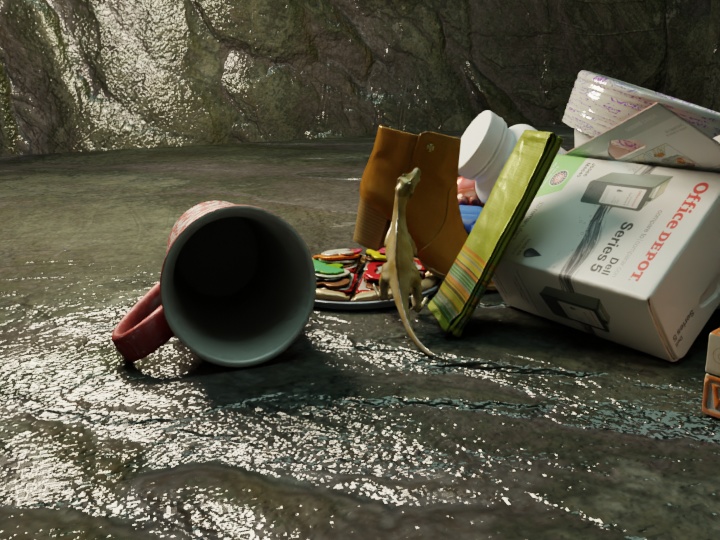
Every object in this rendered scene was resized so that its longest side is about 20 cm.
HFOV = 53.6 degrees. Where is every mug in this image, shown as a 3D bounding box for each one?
[{"bbox_3d":[-0.148,-0.002,0.677,0.172,0.138,0.200,-4,12,-17],"label":"mug"}]

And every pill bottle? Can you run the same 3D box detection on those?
[{"bbox_3d":[0.215,-0.110,0.892,0.197,0.110,0.109,30,9,-14],"label":"pill bottle"}]

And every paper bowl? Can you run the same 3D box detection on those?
[{"bbox_3d":[0.332,-0.154,0.832,0.195,0.107,0.202,16,21,-6],"label":"paper bowl"}]

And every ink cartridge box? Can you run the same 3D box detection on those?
[{"bbox_3d":[0.302,-0.097,0.663,0.171,0.044,0.200,33,-7,-4],"label":"ink cartridge box"},{"bbox_3d":[0.231,-0.022,0.664,0.146,0.085,0.198,-48,33,-15],"label":"ink cartridge box"}]

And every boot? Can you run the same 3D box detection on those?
[{"bbox_3d":[0.094,-0.073,0.795,0.196,0.148,0.071,19,14,4],"label":"boot"}]

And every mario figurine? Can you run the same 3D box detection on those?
[{"bbox_3d":[0.148,-0.045,0.944,0.122,0.107,0.201,34,28,-4],"label":"mario figurine"}]

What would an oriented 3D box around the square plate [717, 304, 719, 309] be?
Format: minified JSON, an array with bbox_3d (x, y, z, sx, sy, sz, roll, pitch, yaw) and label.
[{"bbox_3d":[0.350,0.006,0.777,0.192,0.029,0.200,-1,16,2],"label":"square plate"}]

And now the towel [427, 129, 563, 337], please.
[{"bbox_3d":[0.122,-0.040,0.678,0.018,0.204,0.086,25,8,-16],"label":"towel"}]

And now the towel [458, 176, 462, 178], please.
[{"bbox_3d":[0.134,-0.119,1.126,0.197,0.037,0.148,-19,6,35],"label":"towel"}]

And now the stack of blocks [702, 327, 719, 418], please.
[{"bbox_3d":[0.341,0.079,0.454,0.113,0.060,0.198,-14,20,-37],"label":"stack of blocks"}]

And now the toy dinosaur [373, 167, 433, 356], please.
[{"bbox_3d":[0.038,0.002,0.694,0.056,0.205,0.102,-3,-27,3],"label":"toy dinosaur"}]

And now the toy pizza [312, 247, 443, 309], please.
[{"bbox_3d":[0.000,0.000,0.829,0.194,0.033,0.201,-2,16,0],"label":"toy pizza"}]
